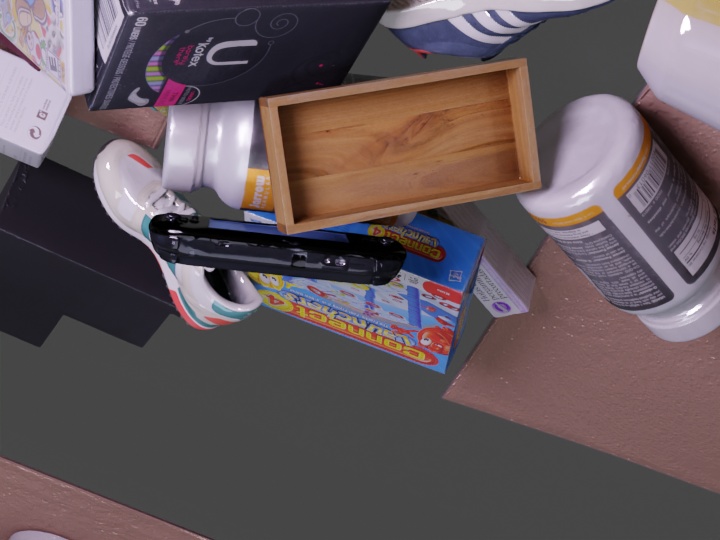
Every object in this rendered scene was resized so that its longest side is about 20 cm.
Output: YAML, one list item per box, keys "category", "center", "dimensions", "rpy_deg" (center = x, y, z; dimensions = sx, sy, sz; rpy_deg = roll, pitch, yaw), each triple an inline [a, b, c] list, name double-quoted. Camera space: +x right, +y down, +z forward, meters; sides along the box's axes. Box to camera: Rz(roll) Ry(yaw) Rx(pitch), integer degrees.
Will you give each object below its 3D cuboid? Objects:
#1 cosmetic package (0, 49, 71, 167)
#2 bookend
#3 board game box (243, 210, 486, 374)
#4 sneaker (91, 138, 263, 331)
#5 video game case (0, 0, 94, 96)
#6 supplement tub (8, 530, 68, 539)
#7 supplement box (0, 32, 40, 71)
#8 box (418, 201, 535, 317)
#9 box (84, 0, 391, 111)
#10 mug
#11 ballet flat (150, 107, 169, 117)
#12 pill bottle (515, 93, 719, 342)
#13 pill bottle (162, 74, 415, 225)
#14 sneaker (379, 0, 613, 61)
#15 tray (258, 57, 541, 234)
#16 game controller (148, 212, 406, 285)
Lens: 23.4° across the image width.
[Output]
- category: "cosmetic package"
  center: [-0.344, -0.160, 1.453]
  dimensions: [0.199, 0.074, 0.102]
  rpy_deg: [25, 171, -11]
- category: "bookend"
  center: [-0.269, 0.005, 1.661]
  dimensions: [0.199, 0.092, 0.199]
  rpy_deg: [24, 146, -14]
- category: "board game box"
  center: [0.000, 0.000, 1.523]
  dimensions: [0.199, 0.056, 0.196]
  rpy_deg: [20, 157, 7]
- category: "sneaker"
  center: [-0.153, -0.036, 1.534]
  dimensions: [0.093, 0.070, 0.200]
  rpy_deg: [-9, 118, 50]
- category: "video game case"
  center: [-0.232, -0.246, 1.200]
  dimensions: [0.182, 0.023, 0.201]
  rpy_deg: [40, 136, 45]
- category: "supplement tub"
  center: [-0.429, 0.453, 2.246]
  dimensions: [0.144, 0.201, 0.145]
  rpy_deg: [11, 145, 7]
- category: "supplement box"
  center: [-0.229, -0.242, 1.331]
  dimensions: [0.109, 0.061, 0.200]
  rpy_deg: [36, 139, -26]
- category: "box"
  center: [0.086, -0.033, 1.510]
  dimensions: [0.039, 0.042, 0.200]
  rpy_deg: [-11, 138, 35]
- category: "box"
  center: [-0.098, -0.192, 1.232]
  dimensions: [0.199, 0.106, 0.122]
  rpy_deg: [-8, 155, -27]
- category: "mug"
  center: [0.281, -0.171, 1.191]
  dimensions: [0.153, 0.187, 0.149]
  rpy_deg: [20, 179, 9]
- category: "ballet flat"
  center: [-0.140, -0.149, 1.429]
  dimensions: [0.070, 0.071, 0.200]
  rpy_deg: [-16, 134, 37]
- category: "pill bottle"
  center: [0.218, -0.037, 1.385]
  dimensions: [0.116, 0.117, 0.200]
  rpy_deg: [-15, 134, 37]
- category: "pill bottle"
  center: [-0.051, -0.101, 1.363]
  dimensions: [0.199, 0.117, 0.117]
  rpy_deg: [5, 146, -8]
- category: "sneaker"
  center: [0.110, -0.194, 1.261]
  dimensions: [0.199, 0.075, 0.085]
  rpy_deg: [-1, 149, 32]
- category: "tray"
  center: [0.030, -0.094, 1.287]
  dimensions: [0.199, 0.099, 0.037]
  rpy_deg: [-11, -170, -15]
- category: "game controller"
  center: [-0.065, -0.023, 1.354]
  dimensions: [0.199, 0.104, 0.042]
  rpy_deg: [7, 106, -5]
